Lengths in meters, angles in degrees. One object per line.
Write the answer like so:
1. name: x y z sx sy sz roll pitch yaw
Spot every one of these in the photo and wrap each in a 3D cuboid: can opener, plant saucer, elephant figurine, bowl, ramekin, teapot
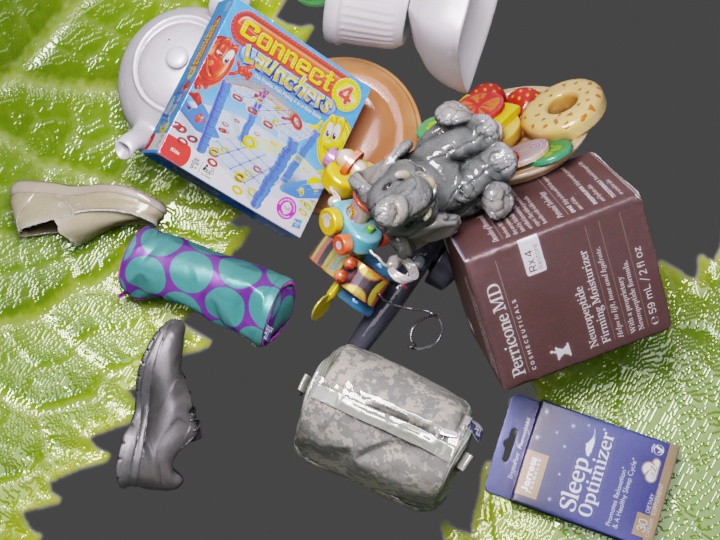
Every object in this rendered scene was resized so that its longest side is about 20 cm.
1. can opener: 0.052 0.017 1.508 0.078 0.063 0.200 39 83 9
2. plant saucer: -0.023 -0.164 1.561 0.197 0.037 0.203 -1 78 3
3. elephant figurine: 0.054 -0.082 1.339 0.199 0.156 0.141 -32 53 -26
4. bowl: 0.113 -0.327 1.504 0.074 0.200 0.203 17 81 11
5. ramekin: 0.028 -0.353 1.512 0.093 0.202 0.205 17 80 5
6. teapot: -0.201 -0.233 1.529 0.194 0.146 0.203 -13 78 0

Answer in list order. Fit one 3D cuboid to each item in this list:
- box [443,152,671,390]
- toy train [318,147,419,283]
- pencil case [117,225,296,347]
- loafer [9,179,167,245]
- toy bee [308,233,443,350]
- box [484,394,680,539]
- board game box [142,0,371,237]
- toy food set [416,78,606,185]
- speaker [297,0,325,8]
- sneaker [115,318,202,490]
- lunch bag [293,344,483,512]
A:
1. box: 0.209 -0.003 1.423 0.198 0.165 0.168 -21 113 -1
2. toy train: 0.028 -0.084 1.440 0.148 0.056 0.201 20 42 -12
3. pencil case: -0.179 0.021 1.509 0.198 0.085 0.094 21 105 8
4. loafer: -0.325 -0.064 1.543 0.197 0.076 0.069 4 80 14
5. toy bee: 0.000 0.000 1.447 0.198 0.108 0.132 9 72 41
6. box: 0.251 0.227 1.473 0.197 0.032 0.123 18 81 7
7. board game box: -0.114 -0.171 1.471 0.199 0.056 0.198 29 81 -25
8. toy food set: 0.171 -0.163 1.490 0.198 0.049 0.198 19 50 40
9. speaker: -0.058 -0.381 1.521 0.087 0.200 0.090 -1 79 3
10. sneaker: -0.222 0.158 1.499 0.089 0.076 0.203 12 88 -3
11. lunch bag: 0.028 0.174 1.425 0.198 0.168 0.141 24 81 7
